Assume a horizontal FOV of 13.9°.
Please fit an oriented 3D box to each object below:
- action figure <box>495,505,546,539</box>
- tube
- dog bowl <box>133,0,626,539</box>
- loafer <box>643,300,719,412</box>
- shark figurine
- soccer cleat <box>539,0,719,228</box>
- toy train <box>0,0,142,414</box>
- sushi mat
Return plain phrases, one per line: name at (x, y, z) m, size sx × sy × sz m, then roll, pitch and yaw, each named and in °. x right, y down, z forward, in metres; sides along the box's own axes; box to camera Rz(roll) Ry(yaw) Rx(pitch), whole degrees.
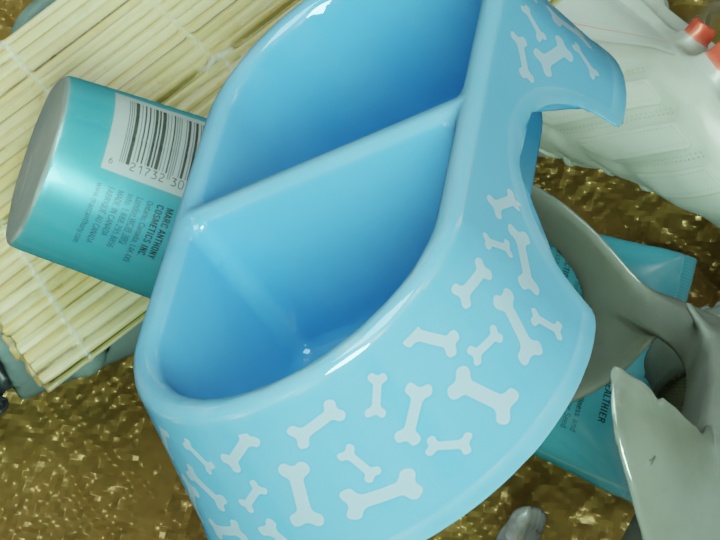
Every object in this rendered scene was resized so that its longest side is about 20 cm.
action figure at (0.076, 0.155, 0.767) m, size 0.200 × 0.105 × 0.193 m, roll -20°, pitch 56°, yaw -36°
tube at (0.000, 0.000, 0.851) m, size 0.200 × 0.050 × 0.077 m, roll 19°, pitch 79°, yaw -13°
dog bowl at (0.003, -0.011, 0.741) m, size 0.111 × 0.050 × 0.200 m, roll -21°, pitch 33°, yaw 26°
loafer at (0.184, 0.031, 0.839) m, size 0.200 × 0.075 × 0.070 m, roll -13°, pitch 75°, yaw 12°
shark figurine at (0.073, 0.043, 0.724) m, size 0.128 × 0.090 × 0.215 m, roll -20°, pitch 38°, yaw 24°
soccer cleat at (0.077, -0.054, 0.917) m, size 0.078 × 0.069 × 0.200 m, roll -51°, pitch 51°, yaw 13°
toy train at (-0.070, -0.028, 0.920) m, size 0.200 × 0.085 × 0.114 m, roll -22°, pitch 63°, yaw -5°
sushi mat at (-0.044, -0.059, 0.883) m, size 0.200 × 0.012 × 0.096 m, roll -38°, pitch 77°, yaw -7°
